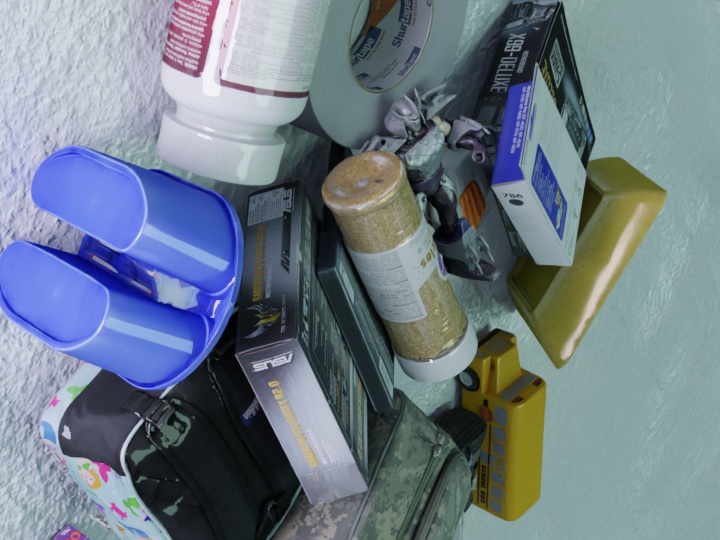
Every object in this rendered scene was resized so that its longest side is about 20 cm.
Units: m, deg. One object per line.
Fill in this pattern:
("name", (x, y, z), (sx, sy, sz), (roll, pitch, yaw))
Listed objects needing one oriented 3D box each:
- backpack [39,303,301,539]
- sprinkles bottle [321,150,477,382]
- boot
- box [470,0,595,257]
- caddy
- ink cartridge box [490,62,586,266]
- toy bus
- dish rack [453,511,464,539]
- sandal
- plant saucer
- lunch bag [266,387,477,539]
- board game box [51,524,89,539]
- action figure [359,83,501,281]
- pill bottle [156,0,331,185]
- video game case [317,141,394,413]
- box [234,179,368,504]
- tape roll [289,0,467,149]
("backpack", (-0.133, 0.131, 1.246), (0.178, 0.150, 0.200), (-53, 132, -28))
("sprinkles bottle", (0.033, 0.000, 1.282), (0.068, 0.068, 0.200), (-47, 134, -25))
("boot", (0.057, 0.238, 1.663), (0.200, 0.070, 0.132), (-26, 137, -37))
("box", (0.166, -0.132, 1.548), (0.200, 0.050, 0.158), (66, 37, -49))
("caddy", (-0.158, -0.002, 1.107), (0.105, 0.200, 0.142), (21, 92, -39))
("ink cartridge box", (0.152, -0.088, 1.411), (0.200, 0.039, 0.100), (54, 44, -58))
("toy bus", (0.149, 0.163, 1.726), (0.065, 0.078, 0.200), (-33, 135, -39))
("dish rack", (0.021, 0.290, 1.478), (0.200, 0.044, 0.172), (-5, 105, -38))
("sandal", (0.085, -0.084, 1.506), (0.207, 0.059, 0.079), (-52, 140, -56))
("plant saucer", (0.212, -0.021, 1.628), (0.200, 0.048, 0.200), (-60, -168, 10))
("lunch bag", (0.006, 0.210, 1.356), (0.168, 0.139, 0.200), (49, 54, -39))
("board game box", (-0.246, 0.312, 1.327), (0.120, 0.032, 0.200), (-47, 142, -32))
("action figure", (0.057, -0.066, 1.350), (0.130, 0.069, 0.200), (-35, 133, -22))
("pill bottle", (-0.082, -0.170, 1.170), (0.110, 0.109, 0.200), (-6, 115, -52))
("video game case", (0.000, 0.000, 1.337), (0.200, 0.019, 0.143), (-88, 160, -56))
("box", (-0.041, 0.051, 1.243), (0.200, 0.048, 0.159), (-91, 162, -52))
("tape roll", (0.001, -0.201, 1.304), (0.200, 0.066, 0.201), (-33, 135, -40))
